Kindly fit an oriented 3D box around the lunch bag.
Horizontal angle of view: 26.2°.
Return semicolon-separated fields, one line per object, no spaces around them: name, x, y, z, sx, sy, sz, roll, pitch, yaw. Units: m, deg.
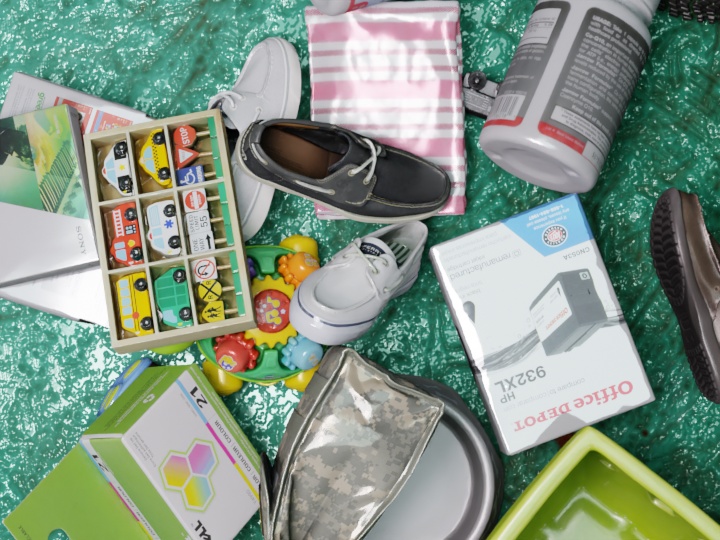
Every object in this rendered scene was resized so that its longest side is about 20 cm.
lunch bag;-0.025;0.170;1.306;0.117;0.164;0.201;29;88;-2

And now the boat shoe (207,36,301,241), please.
boat shoe;-0.111;-0.128;1.413;0.068;0.072;0.201;25;76;-38

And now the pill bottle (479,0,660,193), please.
pill bottle;0.195;-0.182;1.396;0.113;0.114;0.201;24;79;3

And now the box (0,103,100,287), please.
box;-0.336;-0.055;1.371;0.199;0.036;0.145;-13;86;2

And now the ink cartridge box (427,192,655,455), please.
ink cartridge box;0.162;0.050;1.403;0.144;0.084;0.201;-20;86;0

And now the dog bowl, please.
dog bowl;0.034;0.195;1.413;0.199;0.059;0.201;0;87;3

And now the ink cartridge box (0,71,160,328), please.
ink cartridge box;-0.260;-0.058;1.427;0.175;0.084;0.201;18;88;4

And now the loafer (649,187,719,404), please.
loafer;0.321;0.018;1.413;0.071;0.073;0.201;-16;91;-9

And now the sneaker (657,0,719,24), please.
sneaker;0.342;-0.273;1.428;0.199;0.078;0.086;13;80;-6

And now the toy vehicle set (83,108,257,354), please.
toy vehicle set;-0.166;-0.035;1.341;0.124;0.027;0.201;-12;71;2

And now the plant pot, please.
plant pot;0.204;0.264;1.340;0.200;0.181;0.199;39;89;4

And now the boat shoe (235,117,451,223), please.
boat shoe;-0.009;-0.090;1.371;0.199;0.068;0.072;14;73;-15

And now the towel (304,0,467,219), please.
towel;0.024;-0.148;1.426;0.146;0.030;0.201;-2;98;6

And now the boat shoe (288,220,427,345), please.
boat shoe;0.000;0.000;1.357;0.073;0.200;0.067;29;118;11

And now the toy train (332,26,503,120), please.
toy train;0.051;-0.185;1.449;0.199;0.034;0.046;21;98;3

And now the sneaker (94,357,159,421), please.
sneaker;-0.212;0.179;1.426;0.082;0.071;0.201;10;87;-13

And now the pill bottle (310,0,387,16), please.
pill bottle;0.045;-0.307;1.401;0.199;0.109;0.109;-19;86;-18

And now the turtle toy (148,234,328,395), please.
turtle toy;-0.109;0.040;1.393;0.199;0.101;0.147;-3;86;-11

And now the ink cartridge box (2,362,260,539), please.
ink cartridge box;-0.186;0.201;1.340;0.200;0.076;0.148;-49;116;-37
